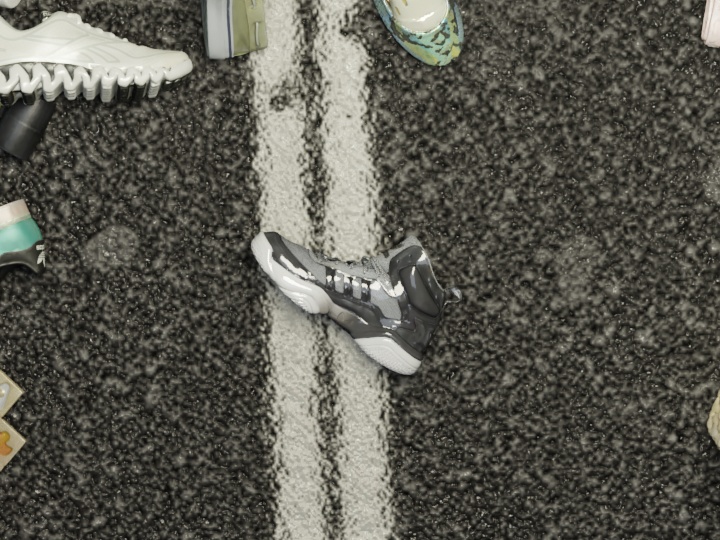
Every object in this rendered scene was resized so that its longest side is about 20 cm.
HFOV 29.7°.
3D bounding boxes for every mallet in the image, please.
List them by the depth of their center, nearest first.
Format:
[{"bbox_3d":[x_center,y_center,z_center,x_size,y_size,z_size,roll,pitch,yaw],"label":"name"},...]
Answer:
[{"bbox_3d":[-0.388,-0.171,1.287,0.198,0.041,0.067,23,95,3],"label":"mallet"}]

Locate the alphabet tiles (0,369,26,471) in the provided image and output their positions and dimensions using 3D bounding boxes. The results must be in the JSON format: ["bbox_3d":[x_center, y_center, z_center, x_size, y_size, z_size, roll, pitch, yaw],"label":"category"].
[{"bbox_3d":[-0.429,0.159,1.329,0.166,0.006,0.200,42,95,1],"label":"alphabet tiles"}]

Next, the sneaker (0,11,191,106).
[{"bbox_3d":[-0.251,-0.196,1.235,0.197,0.075,0.082,-3,84,-19],"label":"sneaker"}]

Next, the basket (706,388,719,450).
[{"bbox_3d":[0.424,0.102,1.215,0.159,0.200,0.201,18,99,5],"label":"basket"}]

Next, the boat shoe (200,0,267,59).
[{"bbox_3d":[-0.111,-0.267,1.201,0.061,0.201,0.073,-9,62,-11],"label":"boat shoe"}]

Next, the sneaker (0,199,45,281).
[{"bbox_3d":[-0.394,0.009,1.293,0.198,0.071,0.081,-25,92,4],"label":"sneaker"}]

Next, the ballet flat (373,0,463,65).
[{"bbox_3d":[0.034,-0.278,1.236,0.074,0.074,0.202,-29,96,6],"label":"ballet flat"}]

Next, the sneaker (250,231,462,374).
[{"bbox_3d":[0.000,0.000,1.277,0.199,0.076,0.114,37,97,-9],"label":"sneaker"}]

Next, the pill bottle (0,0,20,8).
[{"bbox_3d":[-0.404,-0.300,1.228,0.197,0.111,0.113,13,99,0],"label":"pill bottle"}]

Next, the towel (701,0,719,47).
[{"bbox_3d":[0.423,-0.289,1.237,0.197,0.032,0.194,7,99,2],"label":"towel"}]
